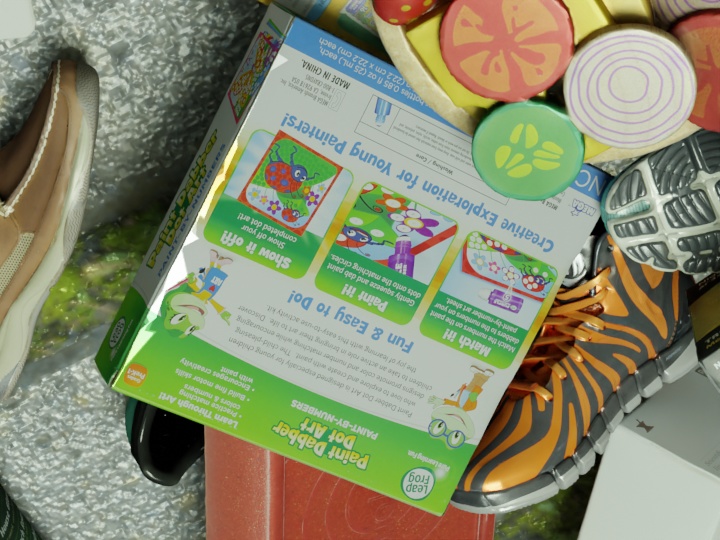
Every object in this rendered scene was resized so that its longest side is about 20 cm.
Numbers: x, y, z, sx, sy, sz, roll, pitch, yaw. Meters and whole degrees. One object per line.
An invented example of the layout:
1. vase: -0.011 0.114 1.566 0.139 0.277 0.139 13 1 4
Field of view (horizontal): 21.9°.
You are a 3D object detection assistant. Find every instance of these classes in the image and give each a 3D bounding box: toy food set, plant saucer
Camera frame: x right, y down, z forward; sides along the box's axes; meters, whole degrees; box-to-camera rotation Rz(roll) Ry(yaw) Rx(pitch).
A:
1. toy food set: 0.101 -0.130 0.826 0.199 0.049 0.198 -28 115 22
2. plant saucer: 0.007 0.121 1.044 0.199 0.037 0.201 -19 128 -30

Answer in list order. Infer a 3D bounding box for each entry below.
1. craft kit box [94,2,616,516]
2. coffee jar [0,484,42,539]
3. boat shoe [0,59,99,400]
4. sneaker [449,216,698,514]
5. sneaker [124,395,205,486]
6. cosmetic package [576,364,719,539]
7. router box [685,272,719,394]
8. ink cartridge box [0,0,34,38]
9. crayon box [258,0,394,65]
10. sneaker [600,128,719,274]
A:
1. craft kit box: 0.000 0.000 0.920 0.199 0.048 0.199 24 96 -26
2. coffee jar: -0.237 0.151 1.043 0.104 0.086 0.201 -18 124 6
3. boat shoe: -0.187 -0.020 0.953 0.071 0.076 0.201 17 116 -17
4. sneaker: 0.105 0.038 1.007 0.200 0.077 0.113 -39 122 -32
5. sneaker: -0.063 0.034 0.999 0.071 0.080 0.201 24 115 -21
6. cosmetic package: 0.181 0.165 1.095 0.081 0.113 0.201 29 126 25
7. router box: 0.257 -0.009 0.909 0.199 0.157 0.052 -35 95 12
8. ink cartridge box: -0.214 -0.202 0.826 0.115 0.068 0.201 -7 122 -5
9. crayon box: -0.004 -0.180 0.894 0.199 0.052 0.126 26 115 -22
10. sneaker: 0.203 -0.059 0.954 0.199 0.080 0.078 -27 110 -21
